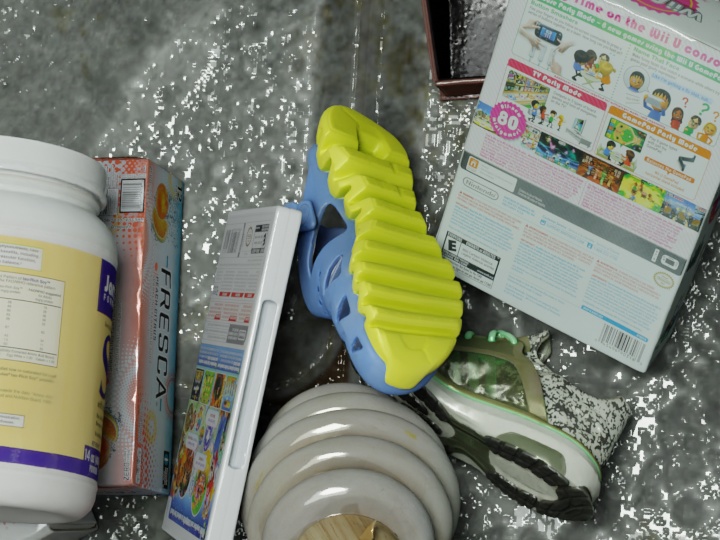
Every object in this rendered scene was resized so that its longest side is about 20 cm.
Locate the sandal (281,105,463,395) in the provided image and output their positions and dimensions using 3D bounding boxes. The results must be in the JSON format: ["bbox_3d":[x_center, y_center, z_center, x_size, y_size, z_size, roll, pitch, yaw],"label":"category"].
[{"bbox_3d":[0.000,0.000,1.211,0.087,0.079,0.201,-49,34,29],"label":"sandal"}]

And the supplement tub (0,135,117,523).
[{"bbox_3d":[-0.213,0.036,1.192,0.144,0.145,0.202,1,78,15],"label":"supplement tub"}]

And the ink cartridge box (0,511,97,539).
[{"bbox_3d":[-0.285,0.142,1.309,0.199,0.087,0.146,-30,78,11],"label":"ink cartridge box"}]

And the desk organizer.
[{"bbox_3d":[0.134,-0.147,1.232,0.198,0.077,0.072,-2,83,15],"label":"desk organizer"}]

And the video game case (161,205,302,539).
[{"bbox_3d":[-0.077,0.063,1.239,0.018,0.143,0.202,13,87,-15],"label":"video game case"}]

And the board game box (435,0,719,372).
[{"bbox_3d":[0.136,-0.066,1.183,0.147,0.064,0.201,27,125,15],"label":"board game box"}]

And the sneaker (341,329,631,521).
[{"bbox_3d":[0.074,0.065,1.244,0.199,0.077,0.089,34,62,18],"label":"sneaker"}]

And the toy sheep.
[{"bbox_3d":[-0.004,0.132,1.198,0.136,0.200,0.139,-3,116,-5],"label":"toy sheep"}]

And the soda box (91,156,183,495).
[{"bbox_3d":[-0.151,0.035,1.287,0.063,0.068,0.202,-1,79,15],"label":"soda box"}]
